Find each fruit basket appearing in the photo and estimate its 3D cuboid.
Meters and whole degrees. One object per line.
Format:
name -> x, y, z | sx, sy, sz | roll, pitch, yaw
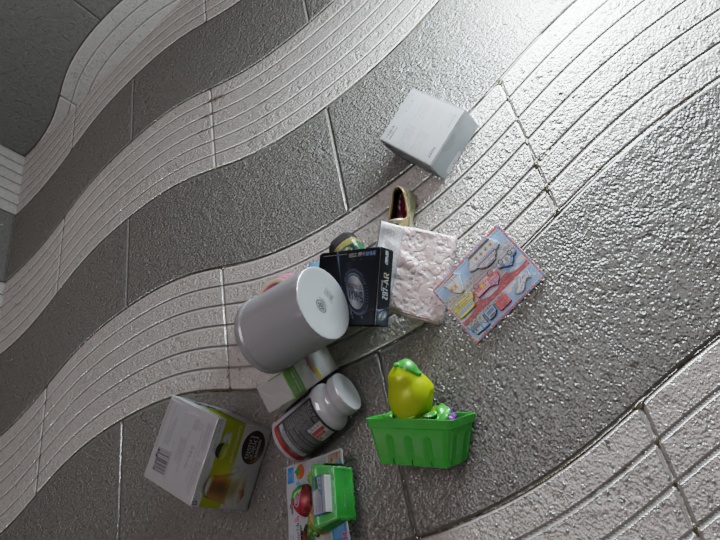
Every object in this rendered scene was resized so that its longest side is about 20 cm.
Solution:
fruit basket -> 0.114, 0.278, 1.168 | 0.211, 0.154, 0.223 | -4, 83, 35
fruit basket -> -0.103, 0.506, 1.286 | 0.197, 0.093, 0.190 | -25, 57, 32

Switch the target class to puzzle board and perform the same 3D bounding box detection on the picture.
puzzle board -> 0.264, 0.027, 1.227 | 0.200, 0.017, 0.151 | -46, 65, 12

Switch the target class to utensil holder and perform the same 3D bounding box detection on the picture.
utensil holder -> -0.145, 0.106, 1.246 | 0.197, 0.168, 0.174 | -28, 55, 34

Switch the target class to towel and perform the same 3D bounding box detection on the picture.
towel -> 0.113, 0.002, 1.310 | 0.185, 0.032, 0.206 | 13, 77, 1

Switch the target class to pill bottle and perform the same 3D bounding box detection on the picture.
pill bottle -> -0.100, 0.334, 1.342 | 0.199, 0.115, 0.117 | -41, 51, 17

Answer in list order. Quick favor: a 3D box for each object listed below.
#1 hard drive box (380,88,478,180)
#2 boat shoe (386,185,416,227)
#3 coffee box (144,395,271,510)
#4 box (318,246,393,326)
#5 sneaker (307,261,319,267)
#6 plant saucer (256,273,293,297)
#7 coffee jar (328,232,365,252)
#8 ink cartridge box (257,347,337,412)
hard drive box -> 0.166, -0.340, 1.453 | 0.199, 0.076, 0.158 | 38, 96, 42
boat shoe -> 0.091, -0.107, 1.416 | 0.072, 0.066, 0.206 | -12, 64, 34
coffee box -> -0.373, 0.452, 1.454 | 0.196, 0.197, 0.205 | 8, 74, 38
box -> -0.018, 0.039, 1.284 | 0.197, 0.043, 0.166 | -4, 78, 45
sneaker -> -0.065, 0.031, 1.453 | 0.077, 0.091, 0.199 | -32, 50, -23
plant saucer -> -0.223, 0.101, 1.587 | 0.196, 0.050, 0.206 | -16, 62, 32
coffee jar -> 0.000, 0.000, 1.416 | 0.084, 0.105, 0.201 | -36, 50, -1
ink cartridge box -> -0.134, 0.245, 1.382 | 0.116, 0.198, 0.068 | -35, 85, 40
